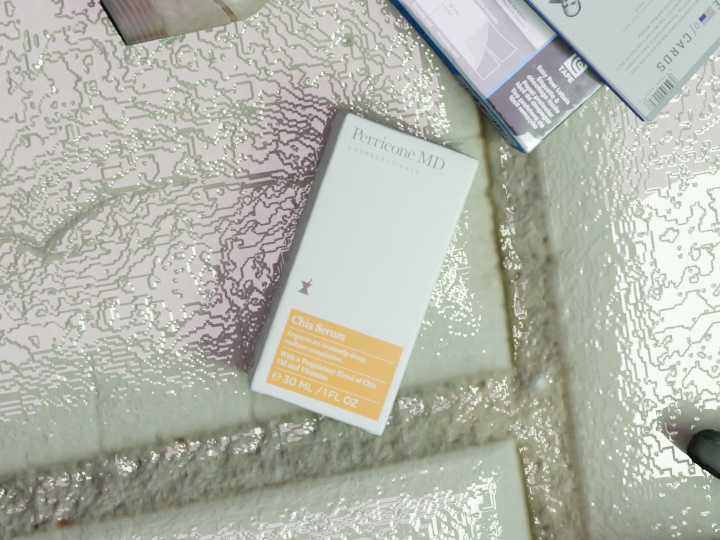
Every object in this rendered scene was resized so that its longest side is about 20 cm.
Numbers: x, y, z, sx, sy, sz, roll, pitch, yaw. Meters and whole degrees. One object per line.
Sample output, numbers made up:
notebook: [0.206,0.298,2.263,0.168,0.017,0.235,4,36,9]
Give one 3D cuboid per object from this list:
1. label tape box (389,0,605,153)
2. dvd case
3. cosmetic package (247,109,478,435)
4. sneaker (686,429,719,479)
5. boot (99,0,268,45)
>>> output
label tape box: [0.138,-0.202,1.446,0.200,0.063,0.144,-42,99,1]
dvd case: [0.179,-0.211,1.377,0.150,0.025,0.200,-47,123,5]
cosmetic package: [0.000,0.000,1.454,0.101,0.071,0.202,18,94,-6]
sneaker: [0.334,0.120,1.502,0.199,0.076,0.116,22,89,-17]
boot: [-0.135,-0.254,1.422,0.146,0.070,0.201,-31,99,-7]
